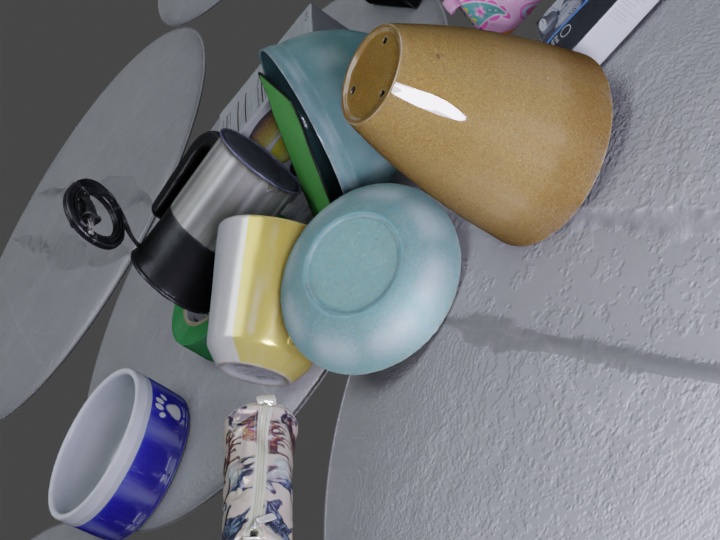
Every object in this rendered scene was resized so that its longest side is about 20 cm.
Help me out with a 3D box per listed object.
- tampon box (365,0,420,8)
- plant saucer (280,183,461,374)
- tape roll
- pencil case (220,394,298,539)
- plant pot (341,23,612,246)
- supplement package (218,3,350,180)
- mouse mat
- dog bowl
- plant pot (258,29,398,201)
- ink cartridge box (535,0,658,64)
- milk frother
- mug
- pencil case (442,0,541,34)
[{"bbox_3d":[0.042,-0.452,1.850,0.201,0.126,0.150,-60,26,-2],"label":"tampon box"},{"bbox_3d":[0.000,0.000,1.433,0.199,0.039,0.203,-12,63,25],"label":"plant saucer"},{"bbox_3d":[-0.157,0.012,1.805,0.200,0.048,0.201,-41,31,32],"label":"tape roll"},{"bbox_3d":[-0.100,0.218,1.441,0.201,0.077,0.090,-92,19,-49],"label":"pencil case"},{"bbox_3d":[0.088,-0.141,1.308,0.186,0.199,0.188,-37,43,45],"label":"plant pot"},{"bbox_3d":[-0.076,-0.205,1.816,0.200,0.113,0.110,-47,27,27],"label":"supplement package"},{"bbox_3d":[-0.062,-0.118,1.633,0.007,0.201,0.161,-24,25,-9],"label":"mouse mat"},{"bbox_3d":[-0.296,0.225,1.794,0.200,0.078,0.201,-42,31,32],"label":"dog bowl"},{"bbox_3d":[-0.006,-0.180,1.600,0.133,0.201,0.200,-28,26,-6],"label":"plant pot"},{"bbox_3d":[0.250,-0.274,1.383,0.200,0.039,0.100,-47,27,23],"label":"ink cartridge box"},{"bbox_3d":[-0.209,-0.083,1.692,0.189,0.199,0.181,-52,58,14],"label":"milk frother"},{"bbox_3d":[-0.093,0.034,1.554,0.187,0.148,0.154,129,156,-70],"label":"mug"},{"bbox_3d":[0.176,-0.332,1.524,0.200,0.087,0.088,-46,28,23],"label":"pencil case"}]
